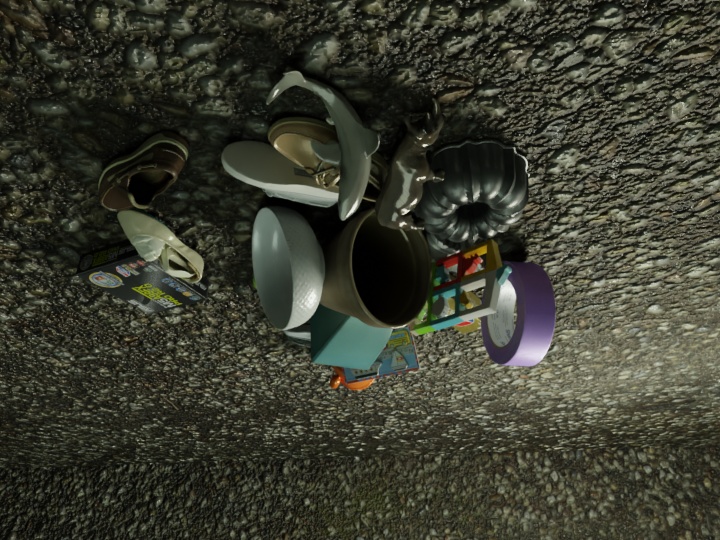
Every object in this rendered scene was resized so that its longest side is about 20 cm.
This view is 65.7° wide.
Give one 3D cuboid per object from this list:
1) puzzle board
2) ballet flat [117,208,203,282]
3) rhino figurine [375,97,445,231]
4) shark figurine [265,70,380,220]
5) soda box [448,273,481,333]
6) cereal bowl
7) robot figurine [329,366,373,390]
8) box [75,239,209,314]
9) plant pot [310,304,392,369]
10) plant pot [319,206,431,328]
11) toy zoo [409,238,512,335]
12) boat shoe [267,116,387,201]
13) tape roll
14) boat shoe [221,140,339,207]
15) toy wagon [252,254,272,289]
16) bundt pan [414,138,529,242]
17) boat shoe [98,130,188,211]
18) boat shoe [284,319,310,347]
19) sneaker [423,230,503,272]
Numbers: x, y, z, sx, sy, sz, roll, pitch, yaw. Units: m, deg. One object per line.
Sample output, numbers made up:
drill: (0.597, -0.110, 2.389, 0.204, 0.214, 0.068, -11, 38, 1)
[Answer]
puzzle board: (0.032, 0.174, 1.307, 0.196, 0.155, 0.017, -16, 174, 24)
ballet flat: (-0.351, -0.036, 0.991, 0.068, 0.071, 0.200, -15, 148, 22)
rhino figurine: (0.075, -0.144, 0.788, 0.086, 0.060, 0.203, -11, 132, -36)
shark figurine: (-0.018, -0.185, 0.721, 0.089, 0.128, 0.217, 21, 149, 51)
soda box: (0.205, 0.072, 1.219, 0.067, 0.065, 0.199, -20, 146, 30)
cereal bowl: (-0.114, -0.008, 0.936, 0.082, 0.204, 0.201, -9, 156, -27)
robot figurine: (-0.016, 0.241, 1.447, 0.114, 0.147, 0.201, 9, 153, 14)
box: (-0.421, 0.016, 1.098, 0.157, 0.045, 0.200, -14, 148, 19)
plant pot: (-0.007, 0.094, 1.174, 0.138, 0.144, 0.201, 12, 142, -23)
plant pot: (0.000, 0.000, 0.981, 0.198, 0.205, 0.171, 23, 160, -38)
toy zoo: (0.168, 0.026, 0.942, 0.020, 0.134, 0.198, 33, 140, -32)
boat shoe: (-0.041, -0.156, 0.800, 0.196, 0.066, 0.071, 16, 147, -29)
tape roll: (0.307, 0.085, 1.107, 0.064, 0.205, 0.201, 3, 151, -11)
boat shoe: (-0.115, -0.137, 0.836, 0.196, 0.074, 0.069, 4, 152, -29)
toy wagon: (-0.138, 0.007, 1.106, 0.152, 0.040, 0.200, -15, 146, 22)
bundt pan: (0.174, -0.111, 0.885, 0.196, 0.078, 0.203, -2, 151, -1)
boat shoe: (-0.331, -0.127, 0.821, 0.200, 0.077, 0.074, -27, 143, 37)
boat shoe: (-0.086, 0.149, 1.318, 0.195, 0.073, 0.072, 10, 146, 12)
sneaker: (0.188, -0.030, 1.045, 0.197, 0.076, 0.081, 29, 147, -25)
